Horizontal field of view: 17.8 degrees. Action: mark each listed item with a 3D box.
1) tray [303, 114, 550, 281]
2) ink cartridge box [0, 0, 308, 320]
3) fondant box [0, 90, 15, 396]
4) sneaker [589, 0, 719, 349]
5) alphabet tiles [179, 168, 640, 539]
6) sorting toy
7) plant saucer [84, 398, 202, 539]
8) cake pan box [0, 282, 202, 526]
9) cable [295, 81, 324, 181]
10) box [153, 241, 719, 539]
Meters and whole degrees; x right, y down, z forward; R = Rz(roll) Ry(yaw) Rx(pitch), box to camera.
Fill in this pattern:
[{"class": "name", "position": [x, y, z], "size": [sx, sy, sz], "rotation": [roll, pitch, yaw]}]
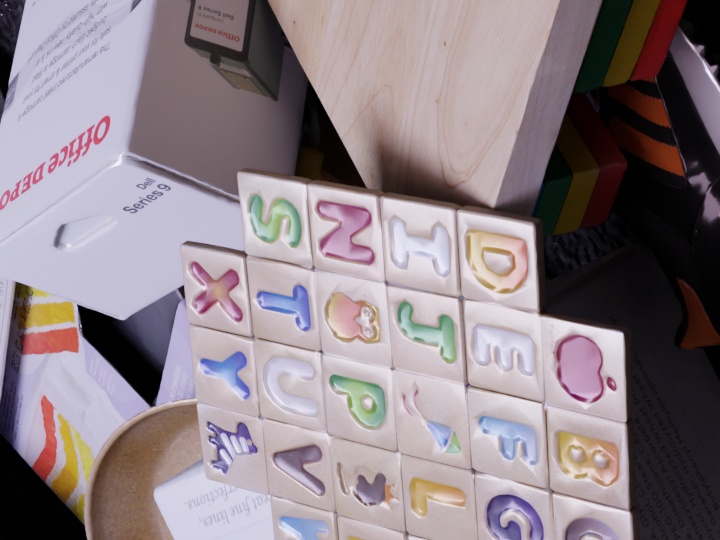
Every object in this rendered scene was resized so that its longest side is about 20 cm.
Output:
[{"class": "tray", "position": [0.000, 0.000, 1.059], "size": [0.200, 0.037, 0.099], "rotation": [38, 132, 34]}, {"class": "ink cartridge box", "position": [-0.089, -0.097, 1.004], "size": [0.146, 0.084, 0.201], "rotation": [-28, 47, 51]}, {"class": "fondant box", "position": [-0.231, -0.009, 1.262], "size": [0.144, 0.058, 0.201], "rotation": [-118, 35, -50]}, {"class": "sneaker", "position": [0.107, -0.064, 0.865], "size": [0.090, 0.070, 0.201], "rotation": [-32, 83, 33]}, {"class": "alphabet tiles", "position": [0.014, 0.051, 0.842], "size": [0.199, 0.006, 0.167], "rotation": [11, 115, 36]}, {"class": "sorting toy", "position": [0.041, -0.118, 0.838], "size": [0.200, 0.069, 0.199], "rotation": [104, 146, -50]}, {"class": "plant saucer", "position": [-0.040, 0.138, 1.123], "size": [0.199, 0.035, 0.201], "rotation": [14, 126, 20]}, {"class": "cake pan box", "position": [-0.117, 0.054, 1.207], "size": [0.184, 0.052, 0.201], "rotation": [42, 134, 27]}, {"class": "cable", "position": [-0.026, -0.080, 1.027], "size": [0.097, 0.050, 0.201], "rotation": [36, 103, 52]}, {"class": "box", "position": [0.057, 0.124, 0.934], "size": [0.199, 0.131, 0.201], "rotation": [-25, 94, 43]}]
